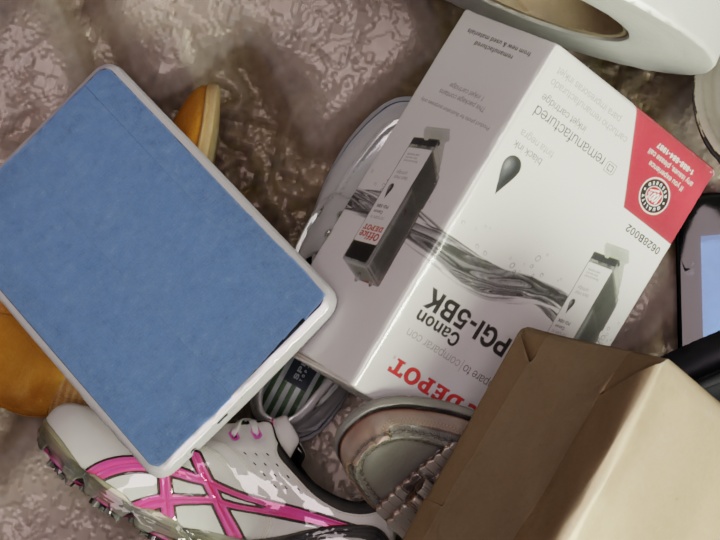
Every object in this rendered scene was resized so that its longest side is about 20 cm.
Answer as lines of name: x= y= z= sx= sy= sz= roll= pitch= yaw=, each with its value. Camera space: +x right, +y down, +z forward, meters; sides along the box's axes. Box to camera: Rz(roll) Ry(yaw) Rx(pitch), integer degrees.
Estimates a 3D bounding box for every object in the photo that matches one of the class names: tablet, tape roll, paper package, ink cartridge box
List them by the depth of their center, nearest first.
paper package: x=0.128 y=0.155 z=1.129 sx=0.200 sy=0.103 sz=0.191 roll=39 pitch=74 yaw=-35
tape roll: x=0.100 y=-0.169 z=1.190 sx=0.202 sy=0.202 sz=0.071 roll=21 pitch=87 yaw=3
tablet: x=-0.116 y=-0.003 z=1.196 sx=0.130 sy=0.014 sz=0.200 roll=-45 pitch=63 yaw=1
ink cartridge box: x=0.070 y=-0.008 z=1.204 sx=0.147 sy=0.083 sz=0.200 roll=32 pitch=88 yaw=-39

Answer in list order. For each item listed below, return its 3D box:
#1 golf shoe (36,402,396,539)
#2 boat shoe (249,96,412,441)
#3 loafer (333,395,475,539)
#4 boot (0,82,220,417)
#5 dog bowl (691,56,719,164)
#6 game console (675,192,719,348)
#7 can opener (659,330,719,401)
golf shoe: x=-0.072 y=0.111 z=1.217 sx=0.199 sy=0.073 sz=0.092 roll=26 pitch=86 yaw=10
boat shoe: x=0.000 y=0.000 z=1.249 sx=0.073 sy=0.067 sz=0.201 roll=20 pitch=87 yaw=3
loafer: x=0.068 y=0.127 z=1.174 sx=0.072 sy=0.200 sz=0.063 roll=-40 pitch=42 yaw=19
boot: x=-0.162 y=-0.020 z=1.255 sx=0.143 sy=0.071 sz=0.202 roll=16 pitch=91 yaw=3
dog bowl: x=0.275 y=-0.096 z=1.197 sx=0.200 sy=0.074 sz=0.201 roll=-19 pitch=44 yaw=20
game console: x=0.260 y=0.053 z=1.216 sx=0.118 sy=0.172 sz=0.201 roll=0 pitch=86 yaw=-25
can opener: x=0.178 y=0.062 z=1.226 sx=0.200 sy=0.064 sz=0.079 roll=-32 pitch=129 yaw=19
